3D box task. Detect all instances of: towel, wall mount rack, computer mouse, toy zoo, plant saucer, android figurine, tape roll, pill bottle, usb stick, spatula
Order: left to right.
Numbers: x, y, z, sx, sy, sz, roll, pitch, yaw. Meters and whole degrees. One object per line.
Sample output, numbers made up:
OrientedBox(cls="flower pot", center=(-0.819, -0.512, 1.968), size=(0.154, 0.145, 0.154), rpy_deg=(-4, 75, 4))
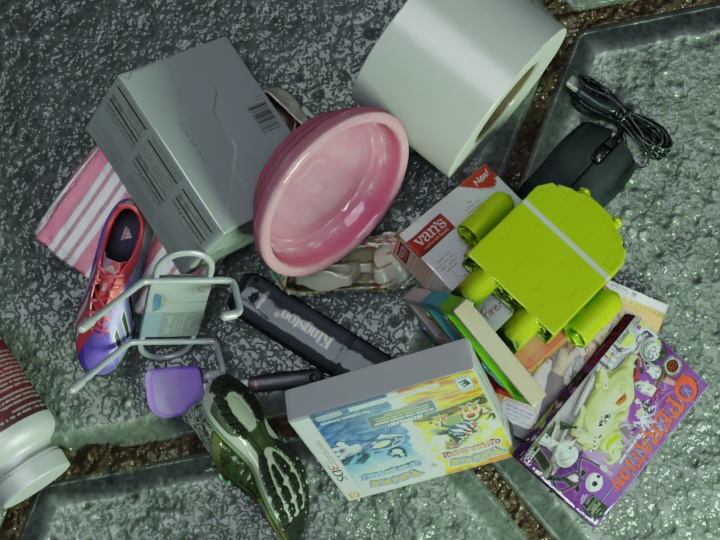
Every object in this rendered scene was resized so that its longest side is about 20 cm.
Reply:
OrientedBox(cls="pill bottle", center=(-0.409, 0.154, 1.469), size=(0.113, 0.113, 0.200), rpy_deg=(-36, 83, 0))
OrientedBox(cls="towel", center=(-0.254, -0.041, 1.522), size=(0.200, 0.030, 0.147), rpy_deg=(36, 88, 3))
OrientedBox(cls="wall mount rack", center=(-0.220, 0.064, 1.414), size=(0.173, 0.200, 0.075), rpy_deg=(-2, 53, -19))
OrientedBox(cls="spatula", center=(-0.140, 0.130, 1.499), size=(0.199, 0.021, 0.057), rpy_deg=(-5, 90, 2))
OrientedBox(cls="usb stick", center=(-0.056, 0.072, 1.494), size=(0.200, 0.033, 0.056), rpy_deg=(32, 88, 6))
OrientedBox(cls="plant saucer", center=(-0.037, -0.088, 1.380), size=(0.201, 0.201, 0.051), rpy_deg=(-47, 61, -2))
OrientedBox(cls="tape roll", center=(0.104, -0.219, 1.427), size=(0.139, 0.203, 0.203), rpy_deg=(40, 88, 6))
OrientedBox(cls="toy zoo", center=(0.111, 0.076, 1.404), size=(0.020, 0.200, 0.131), rpy_deg=(-42, 102, -10))
OrientedBox(cls="android figurine", center=(0.190, -0.009, 1.385), size=(0.182, 0.041, 0.200), rpy_deg=(42, 67, 10))
OrientedBox(cls="computer mouse", center=(0.241, -0.111, 1.482), size=(0.138, 0.053, 0.200), rpy_deg=(37, 88, 5))

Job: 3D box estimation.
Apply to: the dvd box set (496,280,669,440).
OrientedBox(cls="dvd box set", center=(0.234, 0.102, 1.473), size=(0.146, 0.029, 0.201), rpy_deg=(24, 87, 6))

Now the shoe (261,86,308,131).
OrientedBox(cls="shoe", center=(-0.066, -0.117, 1.501), size=(0.070, 0.053, 0.200), rpy_deg=(-29, 86, 1))

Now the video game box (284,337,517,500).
OrientedBox(cls="video game box", center=(0.045, 0.160, 1.396), size=(0.199, 0.182, 0.047), rpy_deg=(-17, 52, 12))

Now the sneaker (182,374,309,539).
OrientedBox(cls="sneaker", center=(-0.128, 0.214, 1.480), size=(0.088, 0.077, 0.200), rpy_deg=(-28, 92, 37))

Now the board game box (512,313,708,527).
OrientedBox(cls="board game box", center=(0.269, 0.160, 1.435), size=(0.120, 0.032, 0.200), rpy_deg=(42, 83, -17))

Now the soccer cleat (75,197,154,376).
OrientedBox(cls="soccer cleat", center=(-0.273, 0.017, 1.467), size=(0.068, 0.073, 0.201), rpy_deg=(15, 86, 2))

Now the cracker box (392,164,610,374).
OrientedBox(cls="cracker box", center=(0.150, 0.003, 1.428), size=(0.134, 0.058, 0.200), rpy_deg=(-40, 77, -20))

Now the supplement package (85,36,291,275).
OrientedBox(cls="supplement package", center=(-0.168, -0.124, 1.447), size=(0.156, 0.111, 0.200), rpy_deg=(-29, 82, -40))

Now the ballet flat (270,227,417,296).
OrientedBox(cls="ballet flat", center=(0.000, 0.000, 1.476), size=(0.199, 0.064, 0.076), rpy_deg=(-9, 112, 2))
